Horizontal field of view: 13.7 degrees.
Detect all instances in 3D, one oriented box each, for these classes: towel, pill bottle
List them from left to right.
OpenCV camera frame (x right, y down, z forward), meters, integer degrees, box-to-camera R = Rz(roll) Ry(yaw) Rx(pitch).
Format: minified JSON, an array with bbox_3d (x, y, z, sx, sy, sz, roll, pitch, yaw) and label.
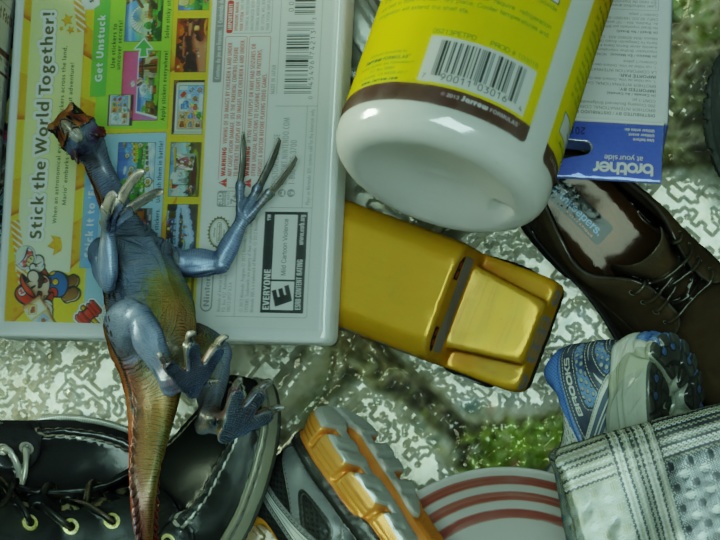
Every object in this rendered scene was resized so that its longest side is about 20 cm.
[{"bbox_3d":[0.066,-0.127,1.468,0.109,0.109,0.200,18,67,3],"label":"pill bottle"},{"bbox_3d":[0.203,0.161,1.464,0.192,0.035,0.201,-13,86,-8],"label":"towel"}]

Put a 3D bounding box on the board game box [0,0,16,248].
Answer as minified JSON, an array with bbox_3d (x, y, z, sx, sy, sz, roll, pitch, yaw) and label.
[{"bbox_3d":[-0.191,-0.081,1.591,0.200,0.035,0.136,-30,85,0],"label":"board game box"}]

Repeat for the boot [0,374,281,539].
[{"bbox_3d":[-0.146,0.119,1.508,0.153,0.074,0.204,25,110,-25],"label":"boot"}]

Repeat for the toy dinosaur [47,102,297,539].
[{"bbox_3d":[-0.117,0.008,1.466,0.200,0.105,0.181,-54,46,7],"label":"toy dinosaur"}]

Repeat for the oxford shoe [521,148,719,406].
[{"bbox_3d":[0.158,0.013,1.547,0.200,0.084,0.073,39,87,3],"label":"oxford shoe"}]

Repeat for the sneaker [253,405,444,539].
[{"bbox_3d":[0.013,0.167,1.498,0.077,0.078,0.200,-39,67,19],"label":"sneaker"}]

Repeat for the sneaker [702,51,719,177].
[{"bbox_3d":[0.242,-0.037,1.530,0.076,0.091,0.201,-11,77,-40],"label":"sneaker"}]

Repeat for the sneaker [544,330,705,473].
[{"bbox_3d":[0.135,0.126,1.551,0.085,0.077,0.201,4,103,35],"label":"sneaker"}]

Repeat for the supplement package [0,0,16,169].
[{"bbox_3d":[-0.247,-0.059,1.515,0.117,0.117,0.201,3,86,4],"label":"supplement package"}]

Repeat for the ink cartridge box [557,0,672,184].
[{"bbox_3d":[0.102,-0.130,1.549,0.119,0.042,0.201,3,63,3],"label":"ink cartridge box"}]

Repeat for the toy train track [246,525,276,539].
[{"bbox_3d":[-0.018,0.161,1.569,0.115,0.033,0.200,-43,87,-1],"label":"toy train track"}]

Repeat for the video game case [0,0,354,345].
[{"bbox_3d":[-0.095,-0.063,1.532,0.181,0.023,0.201,1,83,17],"label":"video game case"}]

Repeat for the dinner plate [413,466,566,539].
[{"bbox_3d":[0.081,0.198,1.524,0.200,0.024,0.201,2,94,21],"label":"dinner plate"}]

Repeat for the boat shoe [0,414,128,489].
[{"bbox_3d":[-0.200,0.107,1.566,0.199,0.060,0.074,5,86,3],"label":"boat shoe"}]

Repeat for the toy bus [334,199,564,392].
[{"bbox_3d":[0.000,0.000,1.547,0.200,0.078,0.065,20,87,19],"label":"toy bus"}]

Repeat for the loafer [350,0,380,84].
[{"bbox_3d":[-0.035,-0.142,1.575,0.070,0.070,0.200,-40,78,2],"label":"loafer"}]
